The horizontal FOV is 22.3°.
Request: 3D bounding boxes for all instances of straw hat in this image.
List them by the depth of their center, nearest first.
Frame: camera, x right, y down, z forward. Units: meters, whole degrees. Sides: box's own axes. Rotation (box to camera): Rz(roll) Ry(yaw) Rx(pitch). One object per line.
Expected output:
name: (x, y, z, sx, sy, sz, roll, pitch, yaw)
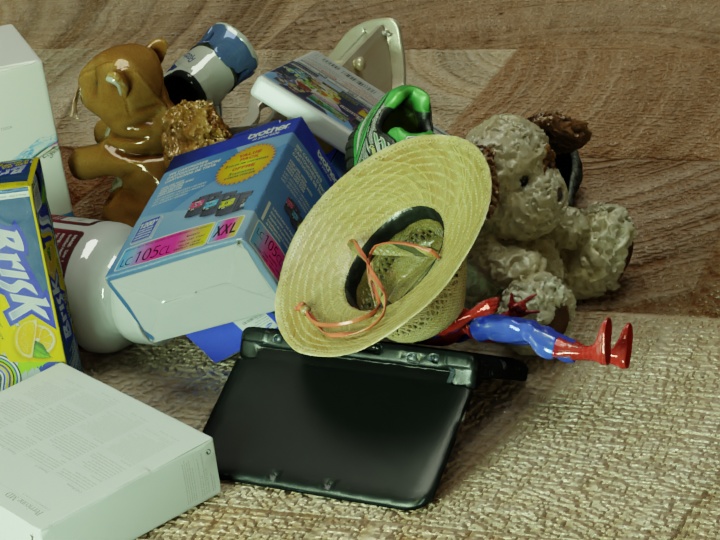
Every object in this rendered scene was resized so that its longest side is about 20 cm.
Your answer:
straw hat: (0.035, 0.003, 1.351, 0.201, 0.085, 0.201, -27, 38, 24)

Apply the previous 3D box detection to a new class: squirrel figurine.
squirrel figurine: (-0.185, -0.124, 1.745, 0.200, 0.187, 0.142, 8, 29, 31)

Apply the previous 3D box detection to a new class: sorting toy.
sorting toy: (-0.060, -0.174, 1.941, 0.180, 0.107, 0.200, -5, 26, 26)

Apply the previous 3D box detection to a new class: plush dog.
plush dog: (0.122, -0.046, 1.496, 0.160, 0.172, 0.200, 10, 28, 31)

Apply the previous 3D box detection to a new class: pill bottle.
pill bottle: (-0.248, 0.010, 1.560, 0.200, 0.113, 0.113, 7, 28, 29)

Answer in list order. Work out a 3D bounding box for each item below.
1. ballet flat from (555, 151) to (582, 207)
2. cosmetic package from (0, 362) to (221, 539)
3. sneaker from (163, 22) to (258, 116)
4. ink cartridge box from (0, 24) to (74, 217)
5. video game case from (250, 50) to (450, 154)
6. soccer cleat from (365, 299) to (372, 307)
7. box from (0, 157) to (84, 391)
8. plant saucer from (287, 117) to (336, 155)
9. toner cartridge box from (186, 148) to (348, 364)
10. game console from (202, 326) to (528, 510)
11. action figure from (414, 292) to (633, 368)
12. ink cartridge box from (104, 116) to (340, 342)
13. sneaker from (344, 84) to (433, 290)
ballet flat: (0.166, -0.071, 1.676, 0.066, 0.057, 0.200, -3, 21, 13)
cosmetic package: (-0.222, 0.143, 1.337, 0.151, 0.052, 0.200, -24, 29, -36)
sneaker: (-0.190, -0.172, 1.882, 0.115, 0.081, 0.199, -43, 0, -31)
ink cartridge box: (-0.370, -0.113, 1.758, 0.145, 0.200, 0.147, -16, 26, -17)
video game case: (0.014, -0.125, 1.629, 0.200, 0.023, 0.182, 33, 19, 4)
soccer cleat: (0.000, 0.000, 1.577, 0.069, 0.078, 0.200, -25, 9, -17)
box: (-0.272, 0.015, 1.448, 0.070, 0.200, 0.064, -7, 25, 0)
plant saucer: (0.028, -0.096, 1.682, 0.200, 0.048, 0.200, 31, 20, 2)
toner cartridge box: (-0.068, -0.015, 1.542, 0.095, 0.043, 0.200, -27, 24, 41)
game console: (0.003, 0.110, 1.385, 0.200, 0.117, 0.176, 7, -2, 27)
action figure: (0.103, 0.042, 1.379, 0.200, 0.052, 0.065, 3, 0, 30)
ink cartridge box: (-0.103, -0.044, 1.474, 0.136, 0.076, 0.200, -15, 31, 28)
sneaker: (0.024, -0.066, 1.459, 0.078, 0.085, 0.200, 10, 52, -17)
